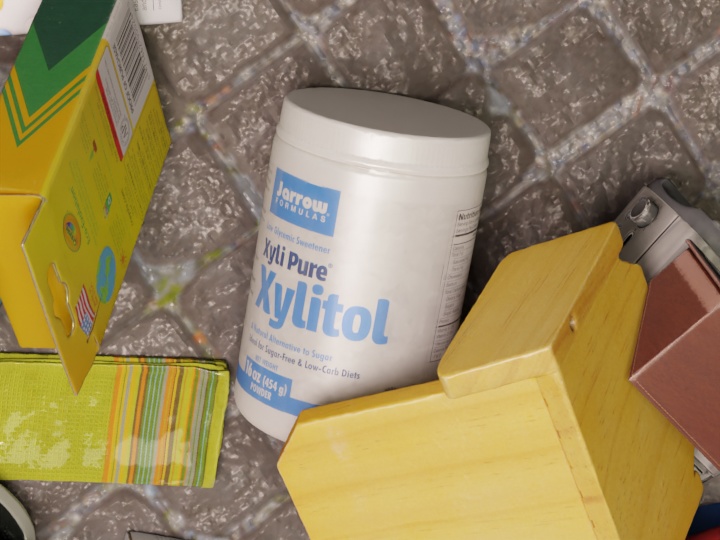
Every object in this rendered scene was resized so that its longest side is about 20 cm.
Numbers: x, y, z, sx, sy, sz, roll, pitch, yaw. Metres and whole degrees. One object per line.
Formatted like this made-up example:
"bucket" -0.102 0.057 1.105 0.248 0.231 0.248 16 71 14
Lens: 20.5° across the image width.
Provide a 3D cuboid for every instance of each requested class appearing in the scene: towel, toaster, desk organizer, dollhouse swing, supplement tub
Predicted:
"towel" -0.184 0.095 1.250 0.200 0.018 0.086 3 106 -14
"toaster" 0.212 0.048 1.285 0.129 0.114 0.200 -43 116 6
"desk organizer" 0.237 0.082 1.205 0.077 0.072 0.200 -41 119 10
"dollhouse swing" 0.079 0.105 1.184 0.176 0.182 0.200 -6 121 30
"supplement tub" 0.000 0.000 1.205 0.132 0.132 0.200 4 106 -15

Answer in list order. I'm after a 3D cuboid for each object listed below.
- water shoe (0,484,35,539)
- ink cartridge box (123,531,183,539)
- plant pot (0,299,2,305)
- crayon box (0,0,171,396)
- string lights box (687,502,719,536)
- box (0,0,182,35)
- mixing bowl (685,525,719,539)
"water shoe" -0.292 0.142 1.197 0.200 0.079 0.072 30 110 -15
"ink cartridge box" -0.083 0.283 1.322 0.200 0.041 0.200 12 104 -17
"plant pot" -0.285 -0.004 1.088 0.200 0.196 0.200 -2 104 -10
"crayon box" -0.163 -0.047 1.097 0.051 0.200 0.127 3 137 12
"string lights box" 0.247 0.219 1.374 0.200 0.059 0.103 -9 110 -11
"box" -0.206 -0.214 1.134 0.200 0.041 0.156 -5 108 -11
"mixing bowl" 0.206 0.253 1.258 0.108 0.200 0.200 -2 110 14
